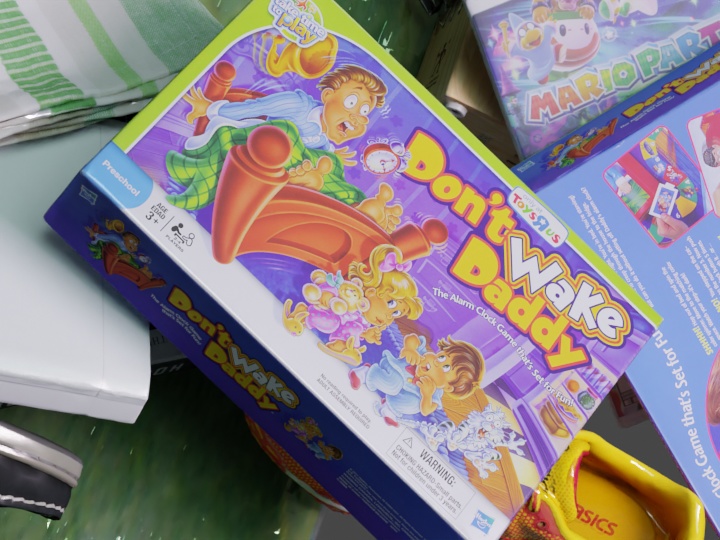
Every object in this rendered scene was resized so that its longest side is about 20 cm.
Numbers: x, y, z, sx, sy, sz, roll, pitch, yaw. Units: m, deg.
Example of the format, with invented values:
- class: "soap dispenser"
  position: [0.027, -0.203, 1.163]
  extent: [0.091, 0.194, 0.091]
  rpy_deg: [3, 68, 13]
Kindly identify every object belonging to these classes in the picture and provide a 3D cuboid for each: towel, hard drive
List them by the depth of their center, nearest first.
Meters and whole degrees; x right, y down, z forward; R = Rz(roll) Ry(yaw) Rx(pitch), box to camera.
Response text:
- class: "hard drive"
  position: [-0.177, -0.018, 0.970]
  extent: [0.199, 0.026, 0.133]
  rpy_deg: [11, 50, -20]
- class: "towel"
  position: [-0.160, -0.109, 1.013]
  extent: [0.199, 0.023, 0.153]
  rpy_deg: [-19, 64, -35]

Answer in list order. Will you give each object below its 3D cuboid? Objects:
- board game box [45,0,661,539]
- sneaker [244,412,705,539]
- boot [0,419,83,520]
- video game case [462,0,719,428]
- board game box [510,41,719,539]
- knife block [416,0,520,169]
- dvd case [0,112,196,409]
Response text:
- class: "board game box"
  position: [0.000, 0.000, 0.985]
  extent: [0.200, 0.045, 0.135]
  rpy_deg: [43, 56, -3]
- class: "sneaker"
  position: [0.049, 0.072, 1.053]
  extent: [0.199, 0.077, 0.073]
  rpy_deg: [19, 64, -15]
- class: "boot"
  position: [-0.206, 0.112, 0.915]
  extent: [0.202, 0.073, 0.155]
  rpy_deg: [12, 81, -23]
- class: "video game case"
  position: [0.141, -0.049, 1.086]
  extent: [0.142, 0.018, 0.201]
  rpy_deg: [-21, 107, 2]
- class: "board game box"
  position: [0.167, 0.012, 1.074]
  extent: [0.134, 0.045, 0.201]
  rpy_deg: [-30, 107, 4]
- class: "knife block"
  position: [0.095, -0.123, 1.143]
  extent: [0.199, 0.064, 0.177]
  rpy_deg: [26, 72, -13]
- class: "dvd case"
  position: [-0.139, -0.047, 1.045]
  extent: [0.149, 0.025, 0.201]
  rpy_deg: [-11, 74, -28]
